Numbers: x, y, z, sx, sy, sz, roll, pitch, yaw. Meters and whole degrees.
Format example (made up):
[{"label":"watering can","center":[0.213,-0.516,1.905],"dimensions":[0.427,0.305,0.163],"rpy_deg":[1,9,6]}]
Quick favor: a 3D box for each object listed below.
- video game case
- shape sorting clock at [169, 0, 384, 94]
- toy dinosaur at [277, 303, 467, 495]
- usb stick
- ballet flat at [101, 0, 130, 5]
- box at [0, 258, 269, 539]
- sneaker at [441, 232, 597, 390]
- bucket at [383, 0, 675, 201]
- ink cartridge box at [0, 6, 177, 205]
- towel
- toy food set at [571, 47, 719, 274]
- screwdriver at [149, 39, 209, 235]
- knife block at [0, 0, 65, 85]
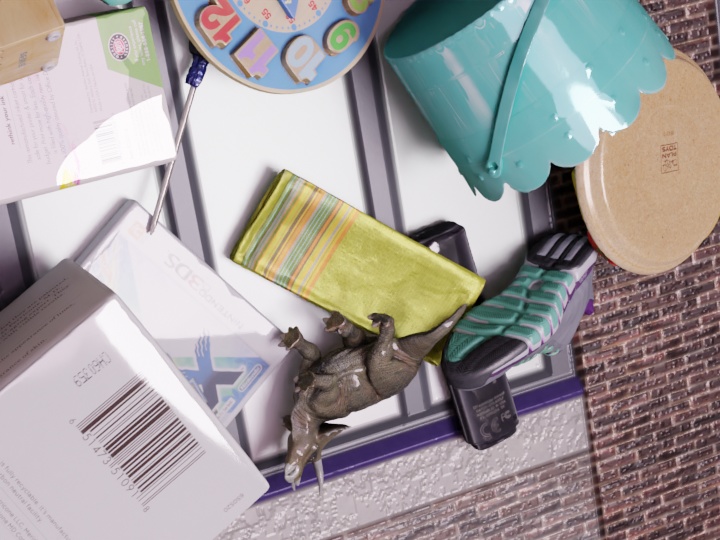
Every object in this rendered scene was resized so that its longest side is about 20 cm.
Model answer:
[{"label":"video game case","center":[-0.177,0.077,1.310],"dimensions":[0.182,0.022,0.200],"rpy_deg":[43,82,-25]},{"label":"shape sorting clock","center":[-0.061,-0.233,1.270],"dimensions":[0.200,0.039,0.201],"rpy_deg":[-1,92,-33]},{"label":"toy dinosaur","center":[-0.003,0.080,1.351],"dimensions":[0.200,0.077,0.102],"rpy_deg":[-38,140,-3]},{"label":"usb stick","center":[0.087,0.055,1.420],"dimensions":[0.055,0.033,0.200],"rpy_deg":[-25,110,-21]},{"label":"ballet flat","center":[-0.158,-0.289,1.186],"dimensions":[0.067,0.070,0.201],"rpy_deg":[15,79,-19]},{"label":"box","center":[-0.212,0.135,1.220],"dimensions":[0.200,0.131,0.199],"rpy_deg":[-41,114,-11]},{"label":"sneaker","center":[0.142,0.055,1.394],"dimensions":[0.200,0.074,0.088],"rpy_deg":[-42,132,-36]},{"label":"bucket","center":[0.127,-0.169,1.301],"dimensions":[0.207,0.207,0.135],"rpy_deg":[-44,110,-10]},{"label":"ink cartridge box","center":[-0.244,-0.113,1.212],"dimensions":[0.200,0.067,0.117],"rpy_deg":[-16,104,-21]},{"label":"towel","center":[0.000,0.000,1.355],"dimensions":[0.200,0.018,0.086],"rpy_deg":[28,99,-19]},{"label":"toy food set","center":[0.244,-0.097,1.422],"dimensions":[0.200,0.049,0.198],"rpy_deg":[-31,114,-34]},{"label":"screwdriver","center":[-0.133,-0.124,1.277],"dimensions":[0.029,0.028,0.201],"rpy_deg":[24,84,-56]},{"label":"knife block","center":[-0.281,-0.208,1.141],"dimensions":[0.200,0.064,0.176],"rpy_deg":[-24,78,-22]}]
